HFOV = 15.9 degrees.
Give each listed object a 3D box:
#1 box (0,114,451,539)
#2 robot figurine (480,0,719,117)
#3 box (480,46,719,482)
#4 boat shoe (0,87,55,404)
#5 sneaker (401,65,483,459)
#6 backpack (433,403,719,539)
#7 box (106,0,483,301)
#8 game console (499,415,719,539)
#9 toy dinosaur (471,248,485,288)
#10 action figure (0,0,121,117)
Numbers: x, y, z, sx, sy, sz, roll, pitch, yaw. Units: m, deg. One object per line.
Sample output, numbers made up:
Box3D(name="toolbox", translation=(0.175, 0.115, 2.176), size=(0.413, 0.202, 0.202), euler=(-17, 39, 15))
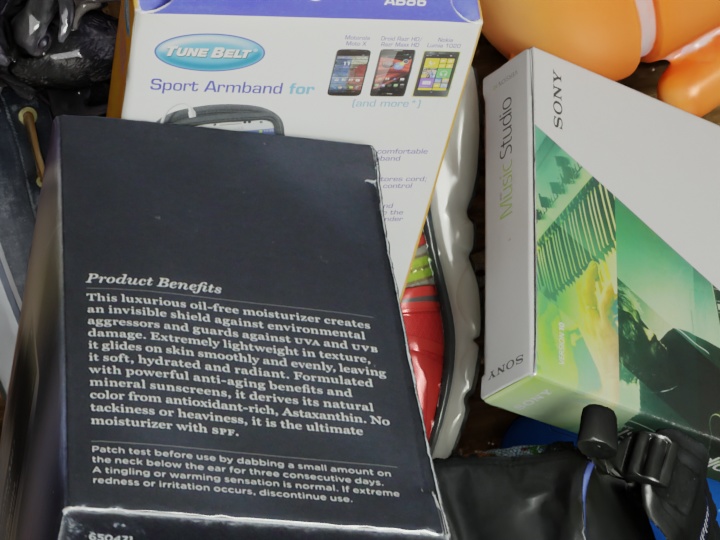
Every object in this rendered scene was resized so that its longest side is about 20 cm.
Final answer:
Box3D(name="box", translation=(-0.059, 0.087, 0.867), size=(0.123, 0.198, 0.200), euler=(6, 127, -12))
Box3D(name="robot figurine", translation=(0.118, -0.150, 1.040), size=(0.200, 0.117, 0.144), euler=(-29, 134, -10))
Box3D(name="box", translation=(0.135, 0.010, 1.010), size=(0.200, 0.036, 0.144), euler=(18, 57, -28))
Box3D(name="boat shoe", translation=(-0.105, 0.018, 1.021), size=(0.091, 0.071, 0.200), euler=(-22, 96, -9))
Box3D(name="sneaker", translation=(0.000, 0.000, 1.049), size=(0.085, 0.077, 0.200), euler=(1, 84, -16))
Box3D(name="backpack", translation=(0.066, 0.161, 0.983), size=(0.154, 0.190, 0.200), euler=(-2, 80, 20))
Box3D(name="box", translation=(-0.030, -0.052, 0.917), size=(0.119, 0.200, 0.042), euler=(1, 51, -12))
Box3D(name="game console", translation=(0.128, 0.177, 1.124), size=(0.171, 0.118, 0.200), euler=(18, 91, 16))
Box3D(name="toy dinosaur", translation=(0.150, -0.004, 1.091), size=(0.200, 0.058, 0.101), euler=(-16, 98, -12))
Box3D(name="action figure", translation=(-0.072, -0.111, 0.944), size=(0.200, 0.119, 0.102), euler=(-17, 62, 16))
